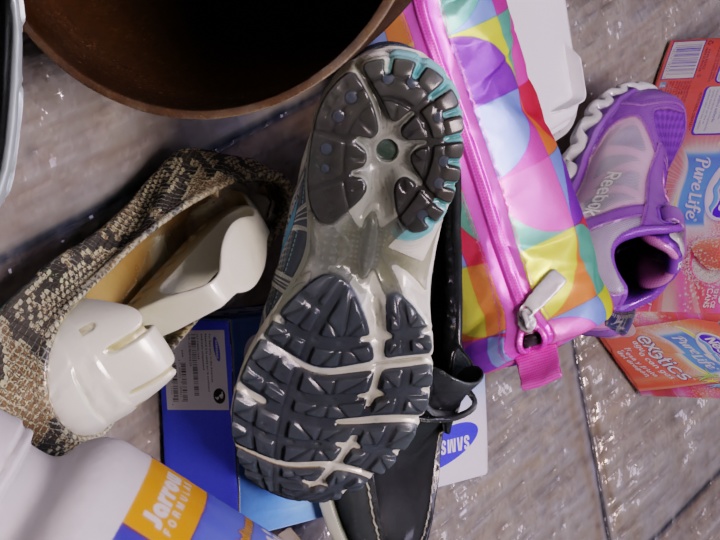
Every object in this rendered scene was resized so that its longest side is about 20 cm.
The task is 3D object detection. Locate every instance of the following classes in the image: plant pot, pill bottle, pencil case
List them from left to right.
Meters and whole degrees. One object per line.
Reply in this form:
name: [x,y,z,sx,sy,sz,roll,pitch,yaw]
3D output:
pill bottle: [-0.079,0.131,0.800,0.199,0.112,0.112,34,56,-8]
plant pot: [-0.029,-0.166,0.895,0.200,0.186,0.188,-27,113,-67]
pencil case: [0.055,-0.050,1.021,0.088,0.088,0.201,-30,102,-51]

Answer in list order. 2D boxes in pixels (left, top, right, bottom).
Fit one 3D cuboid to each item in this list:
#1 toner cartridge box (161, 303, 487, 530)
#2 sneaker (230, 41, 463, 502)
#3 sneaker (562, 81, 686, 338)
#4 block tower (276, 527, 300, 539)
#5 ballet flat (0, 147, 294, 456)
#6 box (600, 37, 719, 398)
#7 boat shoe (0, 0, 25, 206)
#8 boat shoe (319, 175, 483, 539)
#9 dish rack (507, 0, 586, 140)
toner cartridge box: [-0.012,0.060,1.018,0.200,0.043,0.096,-7,97,-55]
sneaker: [0.000,0.000,0.913,0.086,0.077,0.201,-89,-165,-71]
sneaker: [0.140,-0.026,1.185,0.200,0.088,0.081,-50,143,-41]
block tower: [-0.077,0.172,0.901,0.054,0.058,0.200,47,35,14]
ballet flat: [-0.088,0.014,0.881,0.200,0.075,0.068,-50,130,-42]
box: [0.216,-0.032,1.291,0.095,0.102,0.201,50,51,-43]
boat shoe: [-0.146,-0.108,0.785,0.070,0.071,0.202,-3,94,-29]
boat shoe: [0.023,0.038,0.972,0.074,0.066,0.201,5,85,-55]
dish rack: [0.060,-0.140,1.118,0.171,0.043,0.201,-32,118,-51]
